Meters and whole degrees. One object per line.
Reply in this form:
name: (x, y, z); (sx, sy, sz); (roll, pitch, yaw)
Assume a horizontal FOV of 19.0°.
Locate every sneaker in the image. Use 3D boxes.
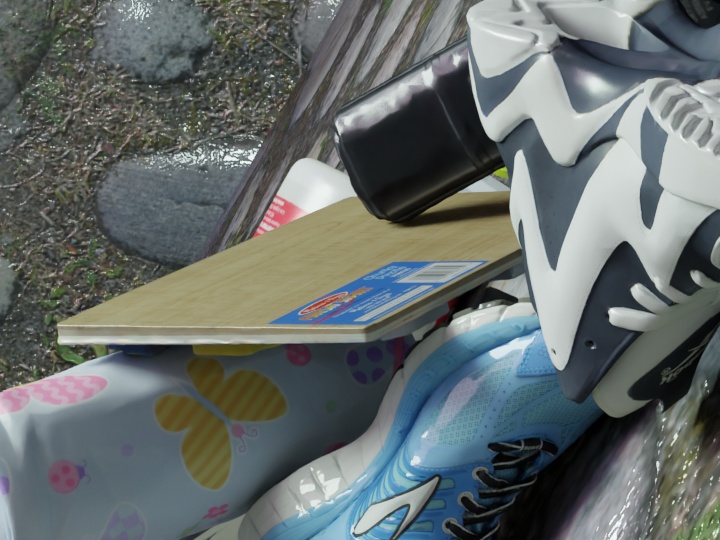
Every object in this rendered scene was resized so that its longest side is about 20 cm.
sneaker: (0.105, -0.004, 0.633); (0.079, 0.130, 0.199); (-27, 32, -27)
sneaker: (0.038, 0.089, 0.785); (0.200, 0.078, 0.090); (-47, 46, 32)

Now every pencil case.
pencil case: (-0.070, 0.066, 0.849); (0.199, 0.083, 0.091); (-18, -9, -26)

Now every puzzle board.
puzzle board: (0.000, 0.000, 0.851); (0.150, 0.017, 0.200); (0, 16, 36)

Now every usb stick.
usb stick: (0.077, -0.082, 0.855); (0.200, 0.056, 0.033); (-28, -6, 23)

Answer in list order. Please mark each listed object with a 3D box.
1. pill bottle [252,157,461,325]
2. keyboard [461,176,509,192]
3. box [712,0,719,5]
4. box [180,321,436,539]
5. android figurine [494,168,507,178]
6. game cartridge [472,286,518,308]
pill bottle: (-0.030, 0.052, 1.127); (0.201, 0.112, 0.112); (-62, 8, 1)
keyboard: (0.054, -0.035, 1.104); (0.200, 0.056, 0.011); (-122, 28, -81)
box: (0.128, -0.198, 0.662); (0.199, 0.199, 0.123); (-65, 8, -32)
box: (-0.044, 0.092, 1.006); (0.201, 0.068, 0.082); (-62, 8, -3)
android figurine: (0.117, -0.118, 1.040); (0.182, 0.041, 0.200); (-55, 8, 38)
game cartridge: (0.010, 0.111, 0.959); (0.200, 0.038, 0.130); (-53, 15, 46)
